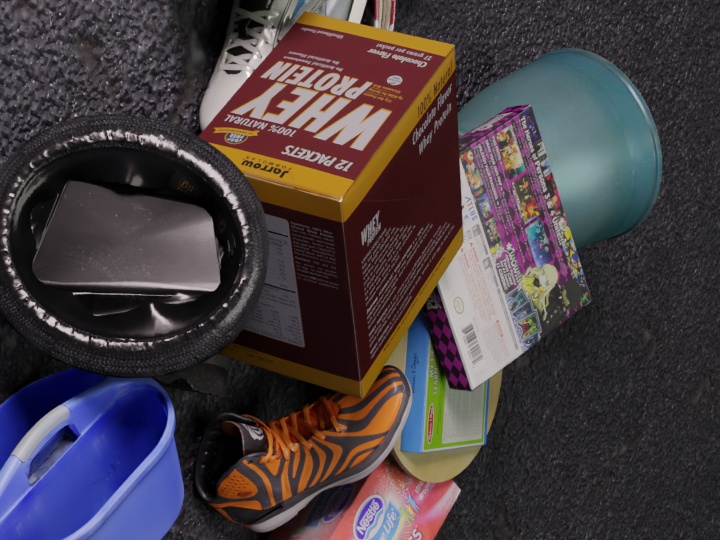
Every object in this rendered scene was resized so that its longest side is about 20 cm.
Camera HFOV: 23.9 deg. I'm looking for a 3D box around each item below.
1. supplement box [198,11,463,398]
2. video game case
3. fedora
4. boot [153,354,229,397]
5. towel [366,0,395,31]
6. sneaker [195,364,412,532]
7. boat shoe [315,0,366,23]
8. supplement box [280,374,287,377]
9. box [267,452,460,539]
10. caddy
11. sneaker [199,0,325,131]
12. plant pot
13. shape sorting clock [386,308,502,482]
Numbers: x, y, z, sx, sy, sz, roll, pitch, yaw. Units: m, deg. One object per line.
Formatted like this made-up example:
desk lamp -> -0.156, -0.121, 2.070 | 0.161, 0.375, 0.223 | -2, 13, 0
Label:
supplement box -> -0.021, -0.053, 1.311 | 0.198, 0.132, 0.201 | -55, 151, -39
video game case -> 0.117, -0.022, 1.521 | 0.181, 0.036, 0.201 | -33, 112, -37
fedora -> -0.166, -0.012, 1.197 | 0.092, 0.200, 0.202 | 124, -16, -78
boot -> -0.153, 0.021, 1.319 | 0.200, 0.069, 0.132 | 27, 73, -69
towel -> 0.019, -0.245, 1.478 | 0.144, 0.023, 0.201 | -104, -165, -76
sneaker -> -0.053, 0.141, 1.422 | 0.200, 0.078, 0.112 | -42, 140, 10
boat shoe -> -0.048, -0.175, 1.444 | 0.062, 0.073, 0.201 | 19, 89, -15
supplement box -> 0.000, 0.000, 1.528 | 0.110, 0.085, 0.201 | -4, 103, -58
box -> -0.009, 0.244, 1.552 | 0.103, 0.094, 0.200 | 51, 53, -22
caddy -> -0.210, 0.147, 1.179 | 0.200, 0.141, 0.105 | -49, 141, -41
sneaker -> -0.083, -0.188, 1.355 | 0.073, 0.072, 0.201 | 52, 53, -48
plant pot -> 0.161, -0.097, 1.676 | 0.188, 0.200, 0.201 | -25, 120, -37
shape sorting clock -> 0.073, 0.093, 1.556 | 0.200, 0.039, 0.201 | -11, 103, -57
